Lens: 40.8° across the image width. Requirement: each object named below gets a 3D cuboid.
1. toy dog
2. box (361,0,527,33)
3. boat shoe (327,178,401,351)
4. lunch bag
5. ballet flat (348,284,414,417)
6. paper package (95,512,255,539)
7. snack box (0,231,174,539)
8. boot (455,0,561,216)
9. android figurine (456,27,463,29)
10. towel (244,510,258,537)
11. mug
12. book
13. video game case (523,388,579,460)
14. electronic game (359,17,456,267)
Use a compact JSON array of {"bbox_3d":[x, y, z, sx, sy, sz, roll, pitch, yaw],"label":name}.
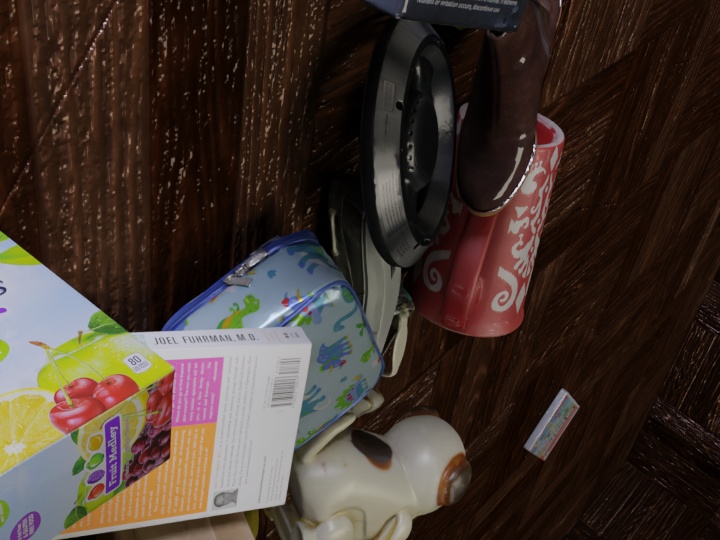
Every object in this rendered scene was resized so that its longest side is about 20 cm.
[{"bbox_3d":[0.011,0.203,0.979,0.196,0.140,0.198,-7,119,-25],"label":"toy dog"},{"bbox_3d":[0.010,-0.246,0.450,0.123,0.199,0.200,-13,131,-54],"label":"box"},{"bbox_3d":[0.000,0.000,0.879,0.071,0.062,0.203,-63,161,-46],"label":"boat shoe"},{"bbox_3d":[-0.070,0.071,0.788,0.160,0.083,0.201,-37,150,-9],"label":"lunch bag"},{"bbox_3d":[0.001,0.103,0.991,0.072,0.071,0.203,-5,124,-59],"label":"ballet flat"},{"bbox_3d":[-0.136,0.282,0.749,0.102,0.193,0.201,-12,148,-29],"label":"paper package"},{"bbox_3d":[-0.214,0.069,0.447,0.199,0.167,0.069,-29,141,-43],"label":"snack box"},{"bbox_3d":[0.111,-0.156,0.782,0.166,0.071,0.204,30,76,-72],"label":"boot"},{"bbox_3d":[0.102,-0.289,0.757,0.181,0.041,0.203,-8,125,-58],"label":"android figurine"},{"bbox_3d":[-0.121,0.235,0.924,0.144,0.022,0.203,-58,163,-52],"label":"towel"},{"bbox_3d":[0.131,-0.044,0.955,0.130,0.179,0.203,4,120,-16],"label":"mug"},{"bbox_3d":[-0.136,0.107,0.661,0.196,0.048,0.136,0,114,-27],"label":"book"},{"bbox_3d":[0.404,0.327,2.033,0.144,0.017,0.200,-56,155,-2],"label":"video game case"},{"bbox_3d":[0.039,-0.105,0.780,0.199,0.041,0.205,4,90,-71],"label":"electronic game"}]
